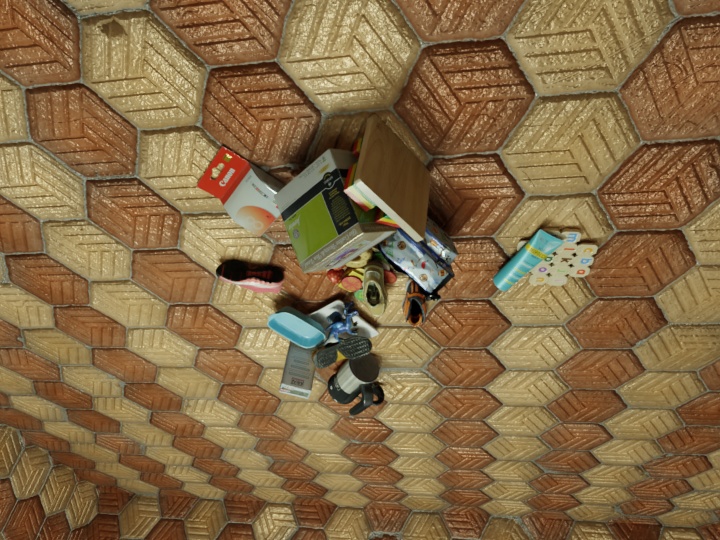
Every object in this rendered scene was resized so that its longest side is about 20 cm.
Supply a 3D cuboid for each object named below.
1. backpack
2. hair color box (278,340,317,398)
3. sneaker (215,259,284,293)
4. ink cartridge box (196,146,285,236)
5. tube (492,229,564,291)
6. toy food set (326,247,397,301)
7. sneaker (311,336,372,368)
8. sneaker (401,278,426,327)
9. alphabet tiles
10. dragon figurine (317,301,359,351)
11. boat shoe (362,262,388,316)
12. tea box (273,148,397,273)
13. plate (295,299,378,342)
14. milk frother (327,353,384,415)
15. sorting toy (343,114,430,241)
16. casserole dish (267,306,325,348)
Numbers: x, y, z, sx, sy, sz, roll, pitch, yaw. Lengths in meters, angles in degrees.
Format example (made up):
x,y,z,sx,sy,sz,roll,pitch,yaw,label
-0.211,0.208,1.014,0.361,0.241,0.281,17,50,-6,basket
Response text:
x,y,z,sx,sy,sz,roll,pitch,yaw,label
0.133,-0.051,1.250,0.188,0.201,0.156,30,104,-14,backpack
-0.193,0.298,1.677,0.097,0.203,0.061,16,139,-9,hair color box
-0.317,0.032,1.496,0.195,0.075,0.088,10,141,-2,sneaker
-0.284,-0.185,1.264,0.198,0.051,0.162,28,135,-26,ink cartridge box
0.417,-0.025,1.321,0.076,0.051,0.201,19,134,-21,tube
0.000,0.000,1.427,0.195,0.049,0.200,26,135,-20,toy food set
-0.064,0.246,1.653,0.196,0.090,0.072,-15,105,-12,sneaker
0.152,0.123,1.492,0.076,0.114,0.202,0,138,9,sneaker
0.494,-0.032,1.336,0.191,0.015,0.202,3,138,10,alphabet tiles
-0.071,0.163,1.560,0.198,0.060,0.099,-29,124,25,dragon figurine
0.035,0.070,1.405,0.070,0.077,0.202,-2,139,10,boat shoe
-0.058,-0.127,1.155,0.198,0.201,0.132,-29,167,37,tea box
-0.073,0.169,1.642,0.198,0.033,0.199,-26,129,33,plate
0.018,0.384,1.814,0.198,0.182,0.189,-19,159,-40,milk frother
0.056,-0.183,1.095,0.069,0.203,0.198,-25,130,38,sorting toy
-0.195,0.173,1.616,0.199,0.039,0.120,35,134,-25,casserole dish
